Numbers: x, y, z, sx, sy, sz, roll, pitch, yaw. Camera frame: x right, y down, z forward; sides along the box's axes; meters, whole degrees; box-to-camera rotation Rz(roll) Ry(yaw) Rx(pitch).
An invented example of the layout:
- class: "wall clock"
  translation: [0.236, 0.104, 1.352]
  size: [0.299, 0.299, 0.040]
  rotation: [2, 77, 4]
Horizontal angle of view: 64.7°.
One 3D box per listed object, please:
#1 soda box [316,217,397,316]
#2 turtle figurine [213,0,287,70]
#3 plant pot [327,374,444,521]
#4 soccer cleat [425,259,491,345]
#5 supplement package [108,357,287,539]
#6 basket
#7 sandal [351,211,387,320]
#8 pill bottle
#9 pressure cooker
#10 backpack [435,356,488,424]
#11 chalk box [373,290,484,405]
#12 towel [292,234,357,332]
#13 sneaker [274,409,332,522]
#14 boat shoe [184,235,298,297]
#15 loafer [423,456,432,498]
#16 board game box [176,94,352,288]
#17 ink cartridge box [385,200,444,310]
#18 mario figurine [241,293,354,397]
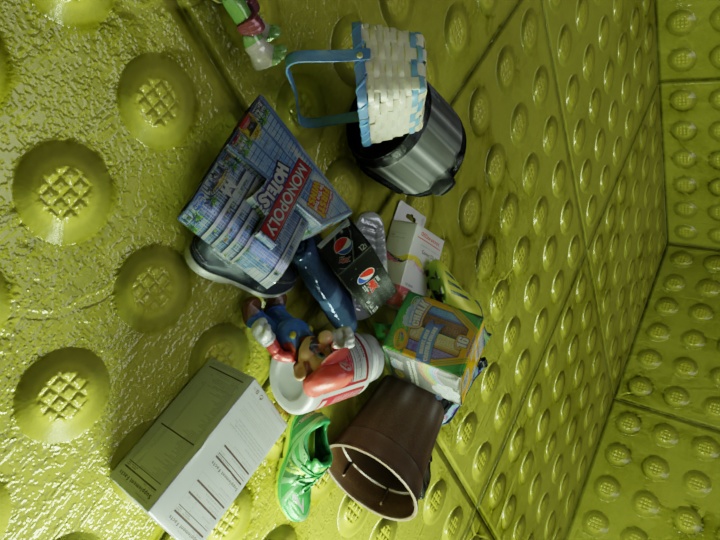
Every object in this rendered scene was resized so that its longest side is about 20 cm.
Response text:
- class: "soda box"
  translation: [0.000, 0.000, 0.911]
  size: [0.070, 0.064, 0.201]
  rotation: [-40, 154, -3]
- class: "turtle figurine"
  translation: [-0.133, -0.372, 0.697]
  size: [0.201, 0.142, 0.196]
  rotation: [-49, 141, -16]
- class: "plant pot"
  translation: [0.058, 0.321, 1.081]
  size: [0.200, 0.194, 0.205]
  rotation: [-52, 135, -40]
- class: "soccer cleat"
  translation: [0.195, 0.064, 1.130]
  size: [0.082, 0.064, 0.205]
  rotation: [-29, 97, -17]
- class: "supplement package"
  translation: [-0.213, 0.243, 0.770]
  size: [0.201, 0.111, 0.111]
  rotation: [-51, 132, -29]
- class: "basket"
  translation: [-0.004, -0.260, 0.817]
  size: [0.177, 0.192, 0.145]
  rotation: [90, -8, -78]
- class: "sandal"
  translation: [0.012, -0.009, 1.036]
  size: [0.079, 0.050, 0.210]
  rotation: [2, 113, -13]
- class: "pill bottle"
  translation: [-0.049, 0.163, 0.957]
  size: [0.197, 0.110, 0.117]
  rotation: [-4, 102, -51]
- class: "pressure cooker"
  translation: [0.091, -0.226, 0.990]
  size: [0.198, 0.174, 0.183]
  rotation: [23, 78, -50]
- class: "backpack"
  translation: [0.168, 0.213, 1.222]
  size: [0.203, 0.131, 0.185]
  rotation: [-55, 136, -27]
- class: "chalk box"
  translation: [0.118, 0.134, 1.051]
  size: [0.126, 0.195, 0.126]
  rotation: [-59, 155, -25]
- class: "towel"
  translation: [-0.063, 0.011, 0.916]
  size: [0.047, 0.113, 0.203]
  rotation: [-22, 132, 5]
- class: "sneaker"
  translation: [-0.093, 0.333, 0.964]
  size: [0.073, 0.082, 0.208]
  rotation: [0, 99, -50]
- class: "boat shoe"
  translation: [-0.154, -0.016, 0.810]
  size: [0.197, 0.061, 0.077]
  rotation: [23, 39, -46]
- class: "loafer"
  translation: [0.123, 0.418, 1.274]
  size: [0.071, 0.071, 0.206]
  rotation: [-42, 137, -43]
- class: "board game box"
  translation: [-0.112, -0.092, 0.769]
  size: [0.198, 0.061, 0.204]
  rotation: [38, 53, -23]
- class: "ink cartridge box"
  translation: [0.102, -0.023, 1.137]
  size: [0.115, 0.066, 0.207]
  rotation: [22, 81, -51]
- class: "mario figurine"
  translation: [-0.081, 0.090, 0.819]
  size: [0.123, 0.198, 0.108]
  rotation: [-42, 149, -21]
